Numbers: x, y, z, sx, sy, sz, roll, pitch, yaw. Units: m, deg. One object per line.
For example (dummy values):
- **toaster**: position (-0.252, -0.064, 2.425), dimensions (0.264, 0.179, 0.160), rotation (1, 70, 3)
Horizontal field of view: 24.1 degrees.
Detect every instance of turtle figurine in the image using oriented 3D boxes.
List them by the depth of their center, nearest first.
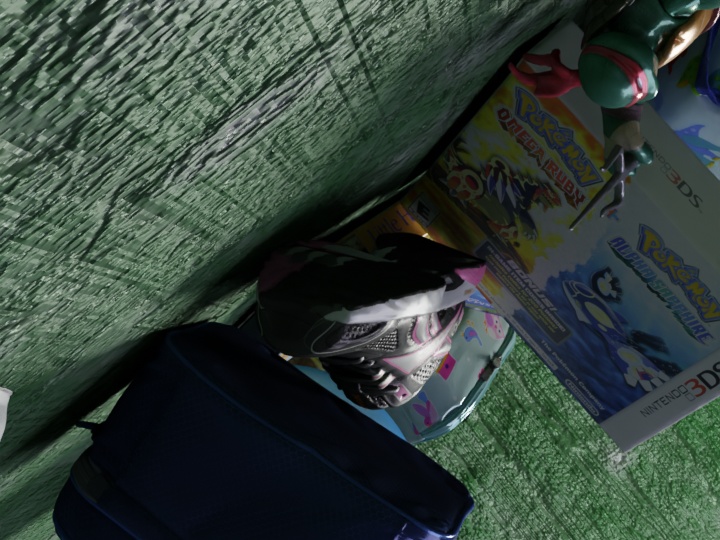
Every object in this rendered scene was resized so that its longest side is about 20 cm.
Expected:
- **turtle figurine**: position (0.151, -0.114, 0.752), dimensions (0.200, 0.101, 0.150), rotation (-53, -163, -29)

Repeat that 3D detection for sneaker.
- **sneaker**: position (0.009, 0.035, 0.880), dimensions (0.200, 0.080, 0.087), rotation (-6, 112, -61)

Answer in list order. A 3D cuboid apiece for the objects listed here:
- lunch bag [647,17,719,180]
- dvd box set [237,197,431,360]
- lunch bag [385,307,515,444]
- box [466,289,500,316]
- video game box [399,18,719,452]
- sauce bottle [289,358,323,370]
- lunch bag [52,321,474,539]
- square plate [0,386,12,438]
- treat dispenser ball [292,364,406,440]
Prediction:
- **lunch bag**: position (0.216, -0.130, 0.944), dimensions (0.170, 0.127, 0.201), rotation (130, -17, -66)
- **dvd box set**: position (0.000, 0.000, 1.044), dimensions (0.200, 0.029, 0.146), rotation (-34, 173, -46)
- **lunch bag**: position (0.034, 0.086, 1.438), dimensions (0.199, 0.077, 0.160), rotation (-20, -161, 39)
- **box**: position (0.108, -0.004, 1.230), dimensions (0.200, 0.121, 0.048), rotation (123, -17, -80)
- **video game box**: position (0.129, -0.010, 0.909), dimensions (0.047, 0.200, 0.182), rotation (-40, 175, -31)
- **sauce bottle**: position (0.020, 0.039, 1.341), dimensions (0.200, 0.066, 0.066), rotation (-39, 175, -23)
- **lunch bag**: position (-0.058, 0.124, 0.854), dimensions (0.133, 0.200, 0.136), rotation (-58, 169, 8)
- **square plate**: position (-0.203, 0.102, 0.542), dimensions (0.200, 0.028, 0.198), rotation (-38, 174, -5)
- **treat dispenser ball**: position (-0.055, 0.165, 1.140), dimensions (0.201, 0.201, 0.201), rotation (-38, 175, -4)
